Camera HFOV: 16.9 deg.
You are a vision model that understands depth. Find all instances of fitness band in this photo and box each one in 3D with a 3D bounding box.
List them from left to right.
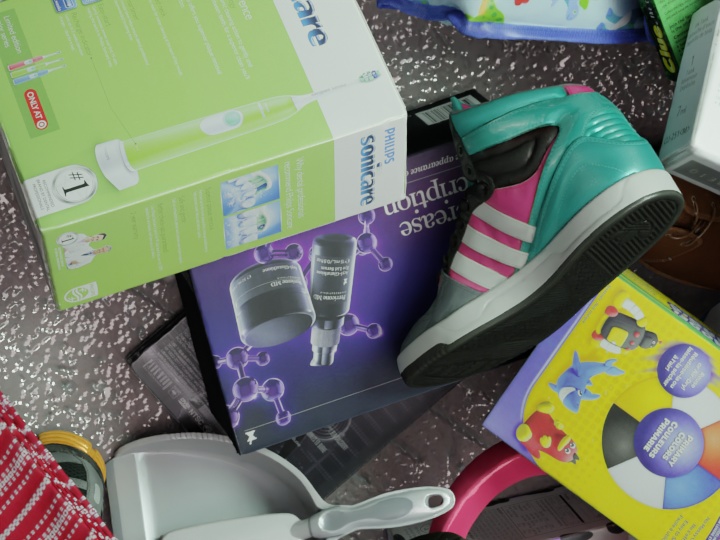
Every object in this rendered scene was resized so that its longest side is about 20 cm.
[{"bbox_3d":[0.124,0.184,1.424,0.200,0.037,0.144,41,89,-22],"label":"fitness band"}]

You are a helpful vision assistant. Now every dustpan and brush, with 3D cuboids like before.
[{"bbox_3d":[-0.044,0.149,1.368,0.199,0.057,0.141,-10,75,1],"label":"dustpan and brush"}]

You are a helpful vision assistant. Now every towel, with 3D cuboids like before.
[{"bbox_3d":[-0.219,0.152,1.319,0.145,0.200,0.022,-43,154,0],"label":"towel"}]

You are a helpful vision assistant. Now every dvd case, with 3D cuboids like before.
[{"bbox_3d":[-0.017,0.040,1.420,0.200,0.016,0.149,-41,113,-1],"label":"dvd case"}]

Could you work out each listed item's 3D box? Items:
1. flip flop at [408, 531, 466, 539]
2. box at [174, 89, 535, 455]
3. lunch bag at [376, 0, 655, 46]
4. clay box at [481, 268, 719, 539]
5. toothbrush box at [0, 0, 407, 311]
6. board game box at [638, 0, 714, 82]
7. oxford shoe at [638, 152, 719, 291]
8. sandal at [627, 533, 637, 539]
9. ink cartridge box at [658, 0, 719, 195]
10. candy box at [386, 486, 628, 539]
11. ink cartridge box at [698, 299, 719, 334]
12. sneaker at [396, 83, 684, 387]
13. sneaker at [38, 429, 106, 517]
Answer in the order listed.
[{"bbox_3d":[0.006,0.197,1.386,0.058,0.200,0.081,50,52,-13],"label":"flip flop"},{"bbox_3d":[0.000,0.000,1.363,0.199,0.079,0.142,-19,114,-11],"label":"box"},{"bbox_3d":[0.123,-0.213,1.329,0.199,0.127,0.171,0,105,-33],"label":"lunch bag"},{"bbox_3d":[0.181,0.095,1.335,0.199,0.048,0.115,35,102,6],"label":"clay box"},{"bbox_3d":[-0.092,-0.086,1.277,0.199,0.146,0.086,-20,151,-10],"label":"toothbrush box"},{"bbox_3d":[0.232,-0.193,1.299,0.199,0.023,0.105,-30,115,-13],"label":"board game box"},{"bbox_3d":[0.185,-0.031,1.430,0.199,0.071,0.072,24,97,-25],"label":"oxford shoe"},{"bbox_3d":[0.180,0.214,1.400,0.050,0.082,0.204,3,104,-62],"label":"sandal"},{"bbox_3d":[0.268,-0.101,1.288,0.199,0.044,0.175,22,70,-16],"label":"ink cartridge box"},{"bbox_3d":[0.128,0.224,1.493,0.199,0.072,0.169,-12,110,-12],"label":"candy box"},{"bbox_3d":[0.306,0.092,1.452,0.076,0.137,0.200,-42,127,21],"label":"ink cartridge box"},{"bbox_3d":[0.073,-0.032,1.293,0.083,0.121,0.200,3,145,-47],"label":"sneaker"},{"bbox_3d":[-0.228,0.167,1.365,0.200,0.077,0.078,-38,116,0],"label":"sneaker"}]
